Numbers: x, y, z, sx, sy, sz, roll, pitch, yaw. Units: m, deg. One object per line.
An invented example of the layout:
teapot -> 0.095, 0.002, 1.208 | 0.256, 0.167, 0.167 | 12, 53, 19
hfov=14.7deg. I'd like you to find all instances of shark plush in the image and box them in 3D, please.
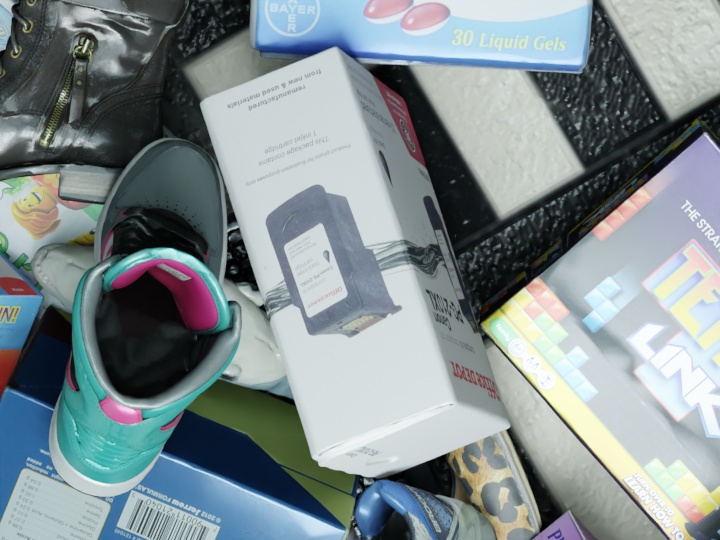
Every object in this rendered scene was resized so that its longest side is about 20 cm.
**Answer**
shark plush -> -0.082, 0.026, 1.543 | 0.200, 0.083, 0.091 | 15, 77, -19

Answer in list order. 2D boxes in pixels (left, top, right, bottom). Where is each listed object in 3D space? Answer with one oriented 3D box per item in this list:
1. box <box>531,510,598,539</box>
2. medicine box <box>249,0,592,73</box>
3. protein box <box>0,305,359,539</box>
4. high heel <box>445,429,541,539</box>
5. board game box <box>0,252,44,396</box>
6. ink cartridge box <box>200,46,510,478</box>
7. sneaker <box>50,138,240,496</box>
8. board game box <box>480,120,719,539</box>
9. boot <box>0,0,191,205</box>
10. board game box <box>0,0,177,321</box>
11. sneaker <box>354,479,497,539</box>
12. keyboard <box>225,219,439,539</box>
box -> 0.104, 0.268, 1.550 | 0.200, 0.097, 0.176 | -40, 118, 9
medicine box -> 0.038, -0.214, 1.496 | 0.182, 0.103, 0.200 | 3, 101, 3
protein box -> -0.127, 0.163, 1.540 | 0.198, 0.135, 0.200 | 23, 109, -3
high heel -> 0.033, 0.159, 1.575 | 0.142, 0.071, 0.200 | -18, 107, 0
board game box -> -0.295, 0.080, 1.512 | 0.056, 0.200, 0.196 | 42, 117, 37
ink cartridge box -> 0.000, 0.000, 1.477 | 0.084, 0.145, 0.200 | -20, 78, 12
sneaker -> -0.102, 0.004, 1.409 | 0.084, 0.121, 0.200 | 18, 63, -12
board game box -> 0.192, 0.046, 1.548 | 0.165, 0.057, 0.200 | -42, 95, 11
boot -> -0.180, -0.130, 1.512 | 0.200, 0.069, 0.174 | 7, 99, -9
board game box -> -0.198, -0.075, 1.570 | 0.200, 0.035, 0.126 | 42, 101, -4
sneaker -> 0.014, 0.199, 1.470 | 0.077, 0.200, 0.085 | -26, 134, 35
keyboard -> -0.050, 0.071, 1.594 | 0.127, 0.021, 0.200 | -25, 97, 7
